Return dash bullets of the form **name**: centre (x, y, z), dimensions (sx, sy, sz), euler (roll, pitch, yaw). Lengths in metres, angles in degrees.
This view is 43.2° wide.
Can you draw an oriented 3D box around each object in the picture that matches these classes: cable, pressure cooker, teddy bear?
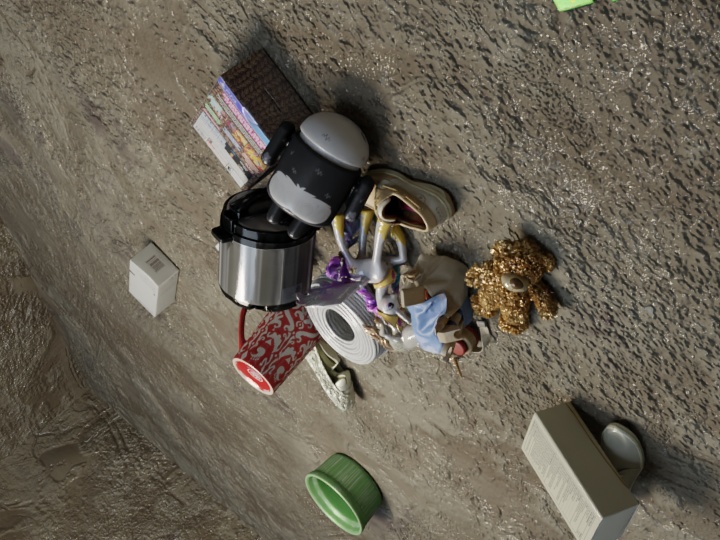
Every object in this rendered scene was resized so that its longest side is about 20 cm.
- **cable**: centre (-0.023, 0.092, 1.765), dimensions (0.201, 0.069, 0.200), euler (51, 152, -3)
- **pressure cooker**: centre (-0.159, -0.053, 1.582), dimensions (0.176, 0.177, 0.203), euler (11, 122, 7)
- **teddy bear**: centre (0.220, 0.033, 1.351), dimensions (0.145, 0.067, 0.200), euler (47, 152, 1)

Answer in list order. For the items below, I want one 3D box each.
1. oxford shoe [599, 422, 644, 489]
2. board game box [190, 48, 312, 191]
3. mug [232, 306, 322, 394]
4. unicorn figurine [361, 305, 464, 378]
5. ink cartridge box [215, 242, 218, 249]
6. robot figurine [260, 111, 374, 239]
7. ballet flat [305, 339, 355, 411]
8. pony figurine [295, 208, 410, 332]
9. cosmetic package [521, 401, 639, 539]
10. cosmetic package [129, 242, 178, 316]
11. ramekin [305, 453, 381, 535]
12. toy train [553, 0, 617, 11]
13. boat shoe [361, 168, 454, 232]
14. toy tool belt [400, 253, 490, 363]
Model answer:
- **oxford shoe**: centre (0.402, 0.317, 1.442), dimensions (0.075, 0.058, 0.202), euler (33, 146, 32)
- **board game box**: centre (-0.185, -0.251, 1.558), dimensions (0.160, 0.097, 0.200), euler (52, 152, -5)
- **mug**: centre (-0.176, 0.141, 1.884), dimensions (0.176, 0.201, 0.134), euler (14, 145, 41)
- **unicorn figurine**: centre (0.100, 0.112, 1.617), dimensions (0.138, 0.074, 0.199), euler (51, 153, -20)
- **ink cartridge box**: centre (-0.217, -0.003, 1.952), dimensions (0.201, 0.050, 0.162), euler (56, 152, -5)
- **robot figurine**: centre (-0.069, -0.151, 1.427), dimensions (0.149, 0.201, 0.125), euler (20, -158, -34)
- **ballet flat**: centre (-0.062, 0.219, 1.982), dimensions (0.201, 0.072, 0.071), euler (55, 151, -10)
- **pony figurine**: centre (0.000, 0.000, 1.549), dimensions (0.191, 0.166, 0.203), euler (7, 111, 34)
- **cosmetic package**: centre (0.339, 0.320, 1.426), dimensions (0.104, 0.072, 0.201), euler (98, 151, -46)
- **cosmetic package**: centre (-0.555, 0.027, 2.435), dimensions (0.113, 0.081, 0.201), euler (42, 150, 9)
- **ramekin**: centre (-0.039, 0.565, 2.321), dimensions (0.199, 0.098, 0.202), euler (35, 148, 25)
- **toy train**: centre (0.268, -0.303, 0.913), dimensions (0.199, 0.042, 0.057), euler (3, 137, 54)
- **boat shoe**: centre (0.053, -0.106, 1.419), dimensions (0.198, 0.069, 0.074), euler (17, 138, 45)
- **toy tool belt**: centre (0.124, 0.082, 1.475), dimensions (0.124, 0.123, 0.202), euler (7, 131, 40)
